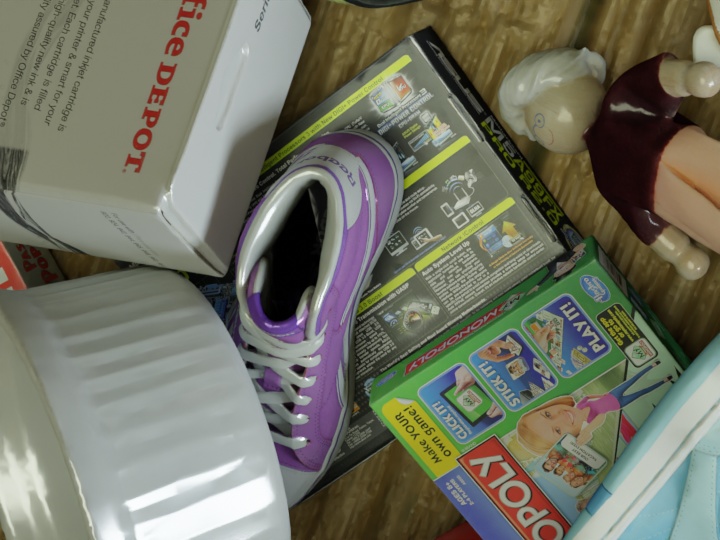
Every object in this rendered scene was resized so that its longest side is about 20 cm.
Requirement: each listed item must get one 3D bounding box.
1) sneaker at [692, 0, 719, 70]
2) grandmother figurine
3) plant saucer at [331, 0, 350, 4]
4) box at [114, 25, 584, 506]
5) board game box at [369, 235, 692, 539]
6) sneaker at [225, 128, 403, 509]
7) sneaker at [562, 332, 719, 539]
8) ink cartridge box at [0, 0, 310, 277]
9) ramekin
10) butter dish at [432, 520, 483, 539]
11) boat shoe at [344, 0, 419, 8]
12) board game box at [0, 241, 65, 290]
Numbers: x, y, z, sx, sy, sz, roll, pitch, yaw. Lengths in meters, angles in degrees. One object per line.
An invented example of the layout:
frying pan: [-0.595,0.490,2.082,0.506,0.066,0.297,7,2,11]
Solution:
sneaker: [0.203,-0.094,0.827,0.085,0.073,0.200,-45,63,8]
grandmother figurine: [0.142,-0.046,0.849,0.200,0.060,0.122,35,134,34]
plant saucer: [-0.065,-0.250,0.896,0.199,0.048,0.200,17,107,11]
box: [0.000,0.000,0.940,0.200,0.044,0.160,-36,91,19]
board game box: [0.117,0.097,0.914,0.134,0.029,0.200,-35,107,18]
sneaker: [-0.041,0.035,0.877,0.072,0.114,0.201,16,108,9]
sneaker: [0.164,0.135,0.849,0.130,0.080,0.200,37,115,13]
ink cartridge box: [-0.142,-0.089,0.887,0.200,0.084,0.146,10,71,22]
ramekin: [-0.112,0.094,0.889,0.098,0.200,0.201,-18,100,-23]
butter dish: [-0.007,0.243,0.945,0.148,0.199,0.200,-3,105,42]
boat shoe: [0.072,-0.177,0.844,0.201,0.063,0.074,-27,115,6]
board game box: [-0.260,0.025,1.014,0.200,0.046,0.152,-28,95,19]
